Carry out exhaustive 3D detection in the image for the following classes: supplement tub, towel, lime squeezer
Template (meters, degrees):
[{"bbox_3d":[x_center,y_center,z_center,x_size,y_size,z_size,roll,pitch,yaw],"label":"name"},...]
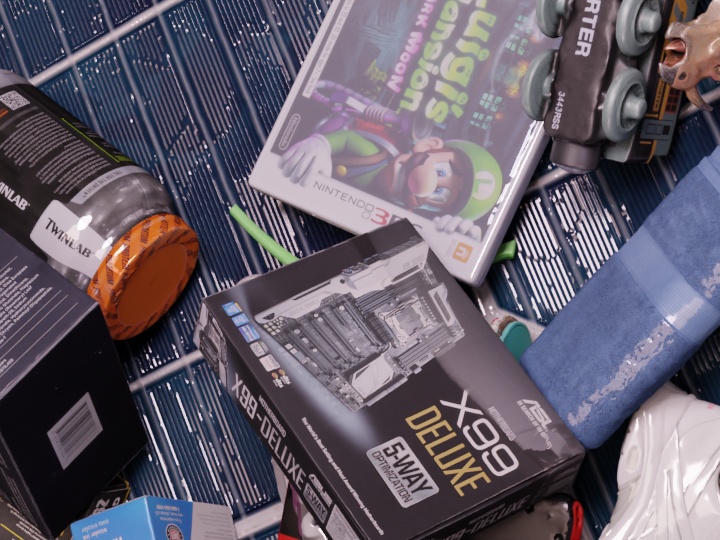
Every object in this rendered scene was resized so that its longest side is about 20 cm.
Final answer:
[{"bbox_3d":[-0.218,-0.045,1.384,0.200,0.122,0.123,36,103,22],"label":"supplement tub"},{"bbox_3d":[0.189,0.017,1.207,0.048,0.112,0.200,36,105,-23],"label":"towel"},{"bbox_3d":[0.000,0.000,1.303,0.199,0.038,0.071,8,85,13],"label":"lime squeezer"}]

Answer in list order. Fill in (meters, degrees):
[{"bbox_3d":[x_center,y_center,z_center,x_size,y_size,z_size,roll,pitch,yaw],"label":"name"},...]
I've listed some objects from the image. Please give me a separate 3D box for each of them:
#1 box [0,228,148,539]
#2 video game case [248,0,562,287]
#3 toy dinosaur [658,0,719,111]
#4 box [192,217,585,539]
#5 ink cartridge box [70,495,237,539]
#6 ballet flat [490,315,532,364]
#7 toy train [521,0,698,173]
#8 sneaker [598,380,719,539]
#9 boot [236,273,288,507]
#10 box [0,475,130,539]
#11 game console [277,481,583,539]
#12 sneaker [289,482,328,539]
[{"bbox_3d":[-0.257,0.057,1.329,0.182,0.200,0.104,34,66,23],"label":"box"},{"bbox_3d":[0.042,-0.113,1.300,0.181,0.023,0.201,24,87,23],"label":"video game case"},{"bbox_3d":[0.285,-0.162,1.182,0.199,0.086,0.136,4,101,9],"label":"toy dinosaur"},{"bbox_3d":[0.016,0.077,1.188,0.200,0.157,0.050,54,149,25],"label":"box"},{"bbox_3d":[-0.121,0.261,1.320,0.067,0.116,0.201,-22,71,22],"label":"ink cartridge box"},{"bbox_3d":[0.075,0.130,1.273,0.064,0.076,0.201,-2,85,36],"label":"ballet flat"},{"bbox_3d":[0.164,-0.158,1.208,0.085,0.114,0.201,17,101,33],"label":"toy train"},{"bbox_3d":[0.197,0.175,1.213,0.099,0.078,0.201,17,96,21],"label":"sneaker"},{"bbox_3d":[-0.049,0.099,1.316,0.073,0.096,0.201,-15,83,24],"label":"boot"},{"bbox_3d":[-0.287,0.178,1.451,0.200,0.049,0.160,30,103,22],"label":"box"},{"bbox_3d":[0.034,0.204,1.247,0.199,0.031,0.178,14,95,22],"label":"game console"},{"bbox_3d":[0.007,0.165,1.205,0.088,0.081,0.201,-13,68,-5],"label":"sneaker"}]
